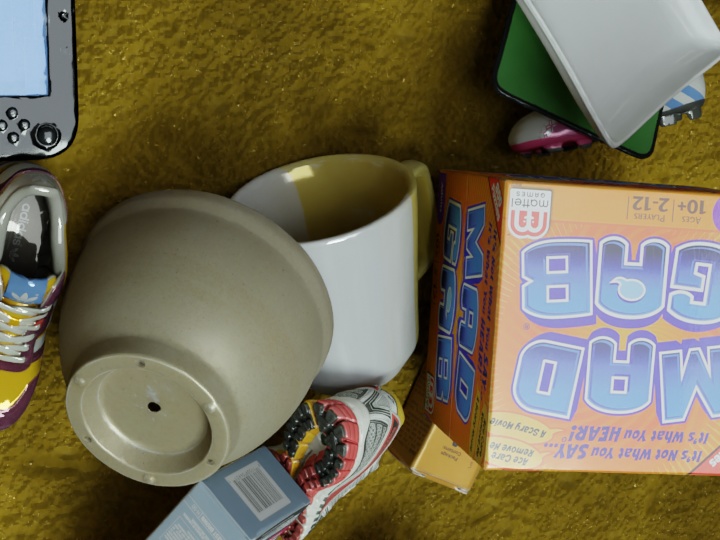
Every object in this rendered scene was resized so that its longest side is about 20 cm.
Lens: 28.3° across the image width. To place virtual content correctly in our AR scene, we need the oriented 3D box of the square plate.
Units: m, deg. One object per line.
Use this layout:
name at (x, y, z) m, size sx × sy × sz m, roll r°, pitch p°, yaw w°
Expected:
square plate at (0.193, -0.218, 1.138) m, size 0.200 × 0.028 × 0.199 m, roll -37°, pitch 96°, yaw -40°

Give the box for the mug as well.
mug at (-0.002, 0.005, 1.109) m, size 0.184 × 0.149 × 0.155 m, roll -18°, pitch 118°, yaw -13°

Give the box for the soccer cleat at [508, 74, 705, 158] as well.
soccer cleat at (0.204, -0.153, 1.215) m, size 0.198 × 0.070 × 0.088 m, roll -16°, pitch 95°, yaw -24°

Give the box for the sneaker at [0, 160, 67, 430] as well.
sneaker at (-0.252, 0.024, 1.018) m, size 0.074 × 0.090 × 0.203 m, roll 3°, pitch 100°, yaw -25°

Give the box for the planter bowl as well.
planter bowl at (-0.130, 0.064, 1.006) m, size 0.197 × 0.135 × 0.202 m, roll 8°, pitch 128°, yaw 11°

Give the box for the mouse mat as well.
mouse mat at (0.196, -0.208, 1.177) m, size 0.159 × 0.008 × 0.202 m, roll 22°, pitch 72°, yaw -19°

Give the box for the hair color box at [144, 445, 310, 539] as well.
hair color box at (-0.135, 0.227, 1.070) m, size 0.061 × 0.099 × 0.200 m, roll 48°, pitch 114°, yaw 11°

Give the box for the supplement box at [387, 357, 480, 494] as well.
supplement box at (0.097, 0.082, 1.215) m, size 0.066 × 0.069 × 0.202 m, roll 25°, pitch 90°, yaw -27°

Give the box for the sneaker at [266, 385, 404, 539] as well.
sneaker at (-0.025, 0.152, 1.116) m, size 0.081 × 0.200 × 0.078 m, roll -19°, pitch 73°, yaw -34°

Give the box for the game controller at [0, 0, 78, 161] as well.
game controller at (-0.251, -0.177, 0.995) m, size 0.103 × 0.042 × 0.203 m, roll -5°, pitch 103°, yaw -25°

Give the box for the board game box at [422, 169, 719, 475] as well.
board game box at (0.169, 0.032, 1.081) m, size 0.197 × 0.200 × 0.203 m, roll 3°, pitch 95°, yaw -11°
